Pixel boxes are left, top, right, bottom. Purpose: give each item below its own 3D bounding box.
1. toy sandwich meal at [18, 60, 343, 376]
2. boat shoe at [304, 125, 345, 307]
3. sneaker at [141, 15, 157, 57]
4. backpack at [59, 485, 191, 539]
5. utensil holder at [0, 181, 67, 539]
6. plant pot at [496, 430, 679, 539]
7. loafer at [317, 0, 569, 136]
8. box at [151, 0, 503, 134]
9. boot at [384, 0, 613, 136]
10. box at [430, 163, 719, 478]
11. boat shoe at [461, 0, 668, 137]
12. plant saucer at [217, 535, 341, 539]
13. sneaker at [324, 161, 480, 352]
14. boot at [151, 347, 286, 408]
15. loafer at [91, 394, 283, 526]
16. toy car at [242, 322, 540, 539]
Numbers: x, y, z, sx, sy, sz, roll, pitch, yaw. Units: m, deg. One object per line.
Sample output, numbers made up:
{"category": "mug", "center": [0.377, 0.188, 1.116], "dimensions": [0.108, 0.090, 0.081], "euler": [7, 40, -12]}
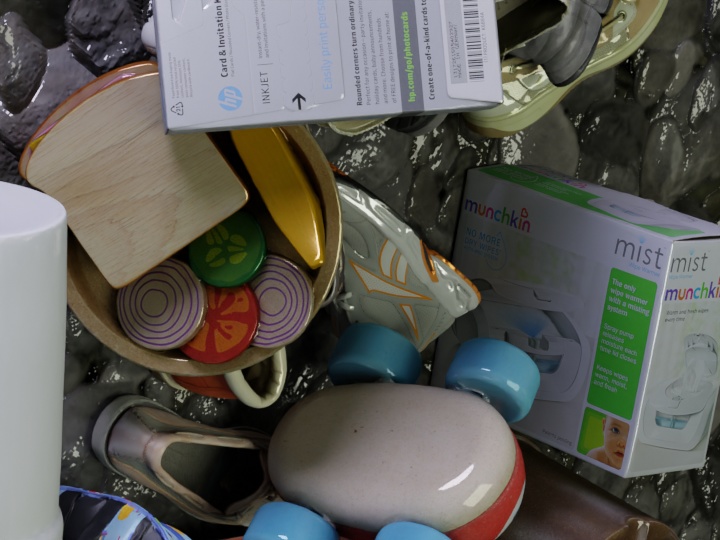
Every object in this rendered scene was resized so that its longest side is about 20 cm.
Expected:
{"category": "toy sandwich meal", "center": [-0.108, -0.032, 1.468], "dimensions": [0.070, 0.205, 0.205], "euler": [-47, 154, -83]}
{"category": "boat shoe", "center": [-0.054, -0.065, 1.551], "dimensions": [0.074, 0.073, 0.200], "euler": [-28, 109, -7]}
{"category": "sneaker", "center": [-0.031, -0.163, 1.487], "dimensions": [0.200, 0.076, 0.105], "euler": [7, 85, -3]}
{"category": "backpack", "center": [-0.163, 0.241, 1.533], "dimensions": [0.135, 0.183, 0.200], "euler": [15, 84, -55]}
{"category": "utensil holder", "center": [-0.249, 0.059, 1.372], "dimensions": [0.170, 0.170, 0.200], "euler": [-9, 111, -42]}
{"category": "plant pot", "center": [0.119, 0.219, 1.781], "dimensions": [0.200, 0.198, 0.200], "euler": [-18, 117, -39]}
{"category": "loafer", "center": [0.050, -0.147, 1.538], "dimensions": [0.200, 0.068, 0.076], "euler": [-36, 139, 14]}
{"category": "box", "center": [-0.023, -0.164, 1.424], "dimensions": [0.200, 0.041, 0.156], "euler": [-6, 89, -9]}
{"category": "boot", "center": [0.104, -0.156, 1.645], "dimensions": [0.132, 0.070, 0.200], "euler": [36, 81, -42]}
{"category": "box", "center": [0.164, 0.032, 1.749], "dimensions": [0.097, 0.200, 0.177], "euler": [-4, 110, -44]}
{"category": "boat shoe", "center": [0.146, -0.176, 1.743], "dimensions": [0.201, 0.073, 0.063], "euler": [-38, 134, -19]}
{"category": "plant saucer", "center": [-0.098, 0.273, 1.704], "dimensions": [0.200, 0.037, 0.200], "euler": [-4, 108, -44]}
{"category": "sneaker", "center": [0.000, 0.000, 1.669], "dimensions": [0.092, 0.076, 0.200], "euler": [-49, 129, -1]}
{"category": "boot", "center": [-0.097, -0.005, 1.543], "dimensions": [0.075, 0.107, 0.200], "euler": [-29, 122, -30]}
{"category": "loafer", "center": [-0.095, 0.138, 1.632], "dimensions": [0.200, 0.063, 0.072], "euler": [25, 89, -47]}
{"category": "toy car", "center": [0.043, 0.170, 1.648], "dimensions": [0.184, 0.177, 0.200], "euler": [-65, 146, -32]}
